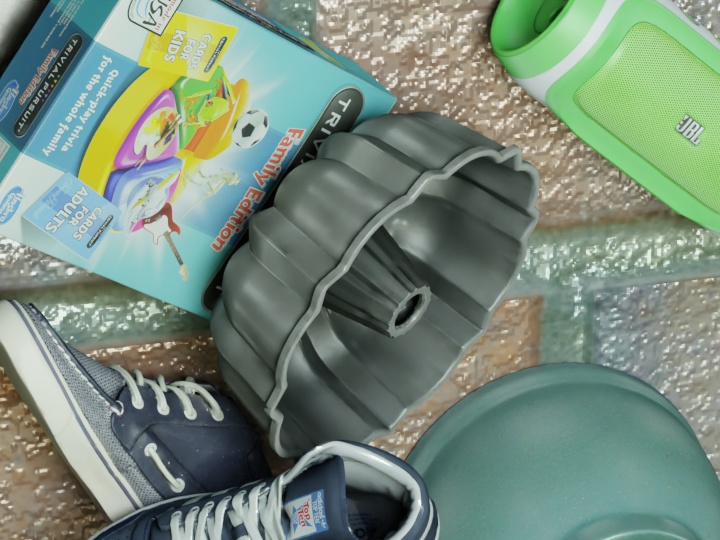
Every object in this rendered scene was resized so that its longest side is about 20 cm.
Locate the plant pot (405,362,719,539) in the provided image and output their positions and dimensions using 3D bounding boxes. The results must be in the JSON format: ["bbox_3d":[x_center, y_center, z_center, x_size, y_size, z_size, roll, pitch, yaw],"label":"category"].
[{"bbox_3d":[0.126,0.169,1.642,0.200,0.134,0.201,-7,113,-16],"label":"plant pot"}]

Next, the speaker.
[{"bbox_3d":[0.164,-0.090,1.576,0.200,0.088,0.089,35,98,-26],"label":"speaker"}]

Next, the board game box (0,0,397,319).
[{"bbox_3d":[-0.094,-0.066,1.485,0.200,0.047,0.151,24,104,-47],"label":"board game box"}]

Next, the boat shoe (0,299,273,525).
[{"bbox_3d":[-0.119,0.074,1.567,0.093,0.075,0.200,-35,125,-9],"label":"boat shoe"}]

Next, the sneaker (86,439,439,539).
[{"bbox_3d":[-0.057,0.135,1.497,0.199,0.109,0.070,-11,76,-4],"label":"sneaker"}]

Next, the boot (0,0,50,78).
[{"bbox_3d":[-0.162,-0.104,1.476,0.174,0.069,0.200,-18,116,-11],"label":"boot"}]

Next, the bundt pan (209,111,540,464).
[{"bbox_3d":[0.000,0.000,1.524,0.202,0.076,0.202,-39,153,-24],"label":"bundt pan"}]
